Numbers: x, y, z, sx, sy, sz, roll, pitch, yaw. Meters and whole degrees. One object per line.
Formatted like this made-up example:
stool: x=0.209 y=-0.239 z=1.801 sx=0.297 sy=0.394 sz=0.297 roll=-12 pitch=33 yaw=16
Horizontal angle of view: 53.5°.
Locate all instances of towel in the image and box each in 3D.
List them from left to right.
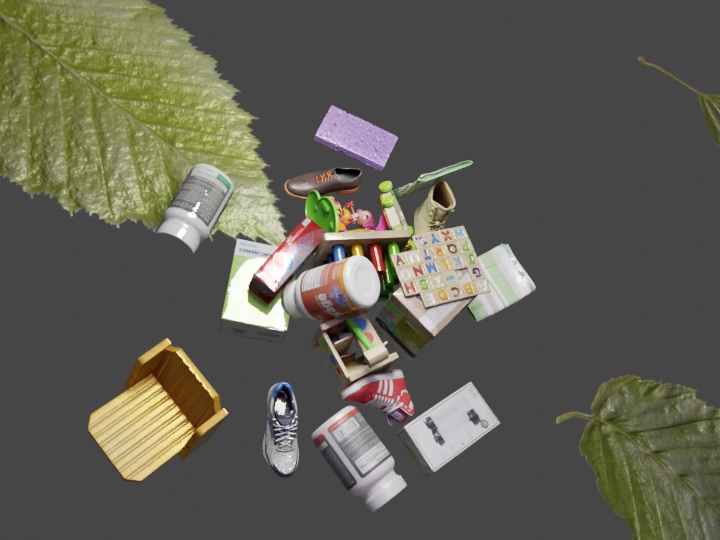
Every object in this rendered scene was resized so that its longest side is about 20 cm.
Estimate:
towel: x=0.167 y=-0.224 z=1.776 sx=0.152 sy=0.200 sz=0.024 roll=-21 pitch=90 yaw=-23
towel: x=0.329 y=0.029 z=1.790 sx=0.199 sy=0.031 sz=0.150 roll=-26 pitch=73 yaw=-24

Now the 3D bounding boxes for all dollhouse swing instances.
dollhouse swing: x=-0.409 y=0.282 z=1.403 sx=0.200 sy=0.182 sz=0.176 roll=49 pitch=43 yaw=10

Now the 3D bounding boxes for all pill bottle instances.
pill bottle: x=-0.380 y=-0.136 z=1.635 sx=0.113 sy=0.113 sz=0.201 roll=24 pitch=60 yaw=-2
pill bottle: x=-0.066 y=0.044 z=1.521 sx=0.112 sy=0.199 sz=0.113 roll=23 pitch=59 yaw=-46
pill bottle: x=-0.002 y=0.391 z=1.479 sx=0.116 sy=0.116 sz=0.200 roll=-32 pitch=76 yaw=-26

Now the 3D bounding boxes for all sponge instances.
sponge: x=-0.010 y=-0.349 z=1.883 sx=0.199 sy=0.030 sz=0.112 roll=25 pitch=61 yaw=-3

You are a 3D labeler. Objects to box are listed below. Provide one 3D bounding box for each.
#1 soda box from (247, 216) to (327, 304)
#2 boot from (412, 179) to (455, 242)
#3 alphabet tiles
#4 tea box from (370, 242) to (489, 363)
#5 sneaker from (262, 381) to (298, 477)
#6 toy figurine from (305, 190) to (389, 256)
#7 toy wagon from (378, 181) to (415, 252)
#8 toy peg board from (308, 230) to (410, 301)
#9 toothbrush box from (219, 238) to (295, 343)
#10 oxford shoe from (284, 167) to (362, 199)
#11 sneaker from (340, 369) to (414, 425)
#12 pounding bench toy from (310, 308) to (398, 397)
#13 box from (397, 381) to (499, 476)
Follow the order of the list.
soda box: x=-0.159 y=-0.024 z=1.568 sx=0.063 sy=0.070 sz=0.200 roll=39 pitch=59 yaw=2
boot: x=0.181 y=-0.104 z=1.743 sx=0.072 sy=0.156 sz=0.201 roll=7 pitch=64 yaw=-11
alphabet tiles: x=0.170 y=-0.008 z=1.555 sx=0.199 sy=0.008 sz=0.168 roll=-12 pitch=69 yaw=-21
tea box: x=0.154 y=0.077 z=1.626 sx=0.134 sy=0.197 sz=0.200 roll=45 pitch=63 yaw=9
sneaker: x=-0.165 y=0.326 z=1.485 sx=0.077 sy=0.085 sz=0.201 roll=-1 pitch=66 yaw=-15
toy figurine: x=-0.019 y=-0.112 z=1.734 sx=0.183 sy=0.151 sz=0.200 roll=2 pitch=39 yaw=-29
toy wagon: x=0.089 y=-0.115 z=1.710 sx=0.039 sy=0.156 sz=0.200 roll=-21 pitch=34 yaw=11
toy peg board: x=0.000 y=0.000 z=1.620 sx=0.198 sy=0.200 sz=0.098 roll=-3 pitch=65 yaw=-16
toothbrush box: x=-0.226 y=0.046 z=1.603 sx=0.145 sy=0.086 sz=0.201 roll=11 pitch=64 yaw=-10
oxford shoe: x=-0.092 y=-0.227 z=1.778 sx=0.199 sy=0.073 sz=0.072 roll=-11 pitch=69 yaw=-19
sneaker: x=0.045 y=0.283 z=1.536 sx=0.199 sy=0.071 sz=0.113 roll=-4 pitch=66 yaw=-51
pounding bench toy: x=-0.011 y=0.153 z=1.543 sx=0.124 sy=0.200 sz=0.156 roll=-23 pitch=73 yaw=-23
box: x=0.195 y=0.350 z=1.582 sx=0.199 sy=0.060 sz=0.117 roll=-30 pitch=75 yaw=-26
